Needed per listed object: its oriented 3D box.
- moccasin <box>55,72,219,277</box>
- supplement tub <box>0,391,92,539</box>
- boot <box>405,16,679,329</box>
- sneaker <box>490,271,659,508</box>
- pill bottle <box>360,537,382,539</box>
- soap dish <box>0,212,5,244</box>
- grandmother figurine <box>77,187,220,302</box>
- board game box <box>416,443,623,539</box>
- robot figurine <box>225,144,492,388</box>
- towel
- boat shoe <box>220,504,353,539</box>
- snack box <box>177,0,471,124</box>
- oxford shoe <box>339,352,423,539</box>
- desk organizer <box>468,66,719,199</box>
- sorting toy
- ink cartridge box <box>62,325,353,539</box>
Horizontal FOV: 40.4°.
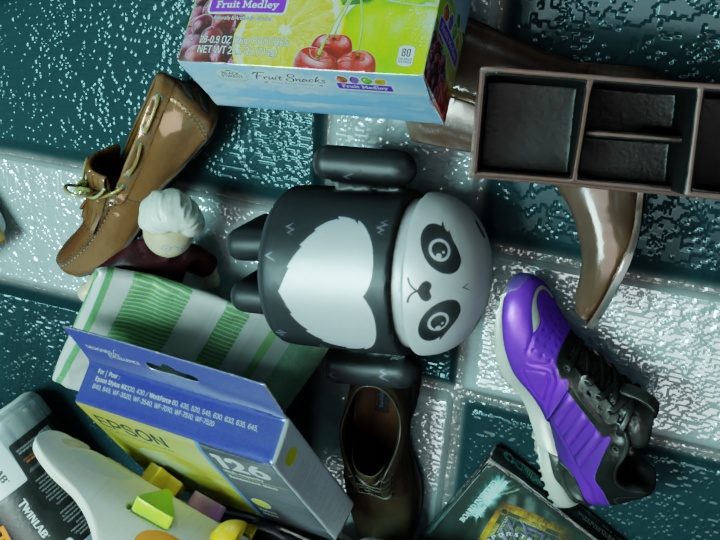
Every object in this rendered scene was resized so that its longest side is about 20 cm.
[{"bbox_3d":[-0.197,-0.075,0.802,0.077,0.074,0.201,28,124,-27],"label":"moccasin"},{"bbox_3d":[-0.308,0.230,0.947,0.122,0.123,0.201,-33,95,29],"label":"supplement tub"},{"bbox_3d":[0.108,-0.074,0.696,0.197,0.064,0.189,17,102,11],"label":"boot"},{"bbox_3d":[0.169,0.088,0.720,0.099,0.070,0.202,-5,117,40],"label":"sneaker"},{"bbox_3d":[0.037,0.280,0.785,0.197,0.112,0.114,12,114,8],"label":"pill bottle"},{"bbox_3d":[-0.438,-0.076,0.905,0.156,0.081,0.202,-27,97,28],"label":"soap dish"},{"bbox_3d":[-0.170,0.010,0.816,0.061,0.120,0.201,53,139,26],"label":"grandmother figurine"},{"bbox_3d":[0.114,0.259,0.842,0.135,0.028,0.201,37,119,6],"label":"board game box"},{"bbox_3d":[-0.001,-0.001,0.732,0.197,0.126,0.151,4,147,21],"label":"robot figurine"},{"bbox_3d":[-0.144,0.076,0.822,0.198,0.024,0.153,21,128,-17],"label":"towel"},{"bbox_3d":[-0.060,0.263,0.880,0.198,0.063,0.073,29,121,19],"label":"boat shoe"},{"bbox_3d":[-0.010,-0.204,0.632,0.166,0.068,0.203,7,73,20],"label":"snack box"},{"bbox_3d":[0.010,0.165,0.817,0.072,0.084,0.203,3,113,18],"label":"oxford shoe"},{"bbox_3d":[0.167,-0.083,0.605,0.197,0.077,0.073,6,98,8],"label":"desk organizer"},{"bbox_3d":[-0.185,0.198,0.796,0.179,0.200,0.107,37,76,8],"label":"sorting toy"},{"bbox_3d":[-0.124,0.133,0.769,0.195,0.047,0.201,12,151,29],"label":"ink cartridge box"}]
